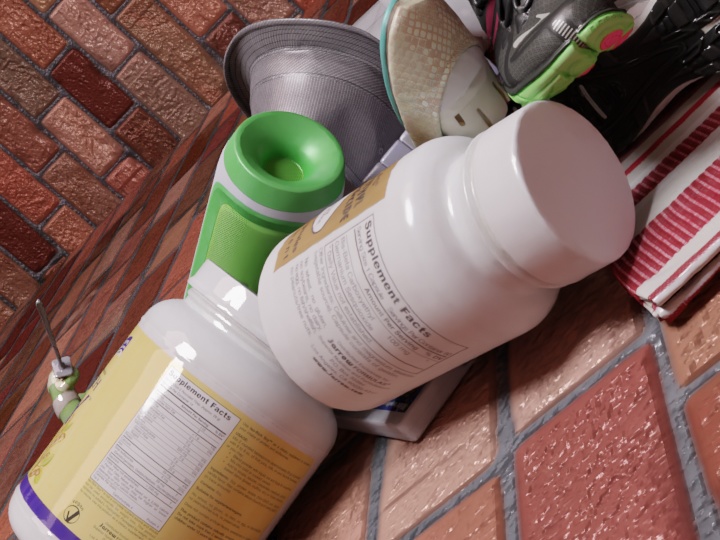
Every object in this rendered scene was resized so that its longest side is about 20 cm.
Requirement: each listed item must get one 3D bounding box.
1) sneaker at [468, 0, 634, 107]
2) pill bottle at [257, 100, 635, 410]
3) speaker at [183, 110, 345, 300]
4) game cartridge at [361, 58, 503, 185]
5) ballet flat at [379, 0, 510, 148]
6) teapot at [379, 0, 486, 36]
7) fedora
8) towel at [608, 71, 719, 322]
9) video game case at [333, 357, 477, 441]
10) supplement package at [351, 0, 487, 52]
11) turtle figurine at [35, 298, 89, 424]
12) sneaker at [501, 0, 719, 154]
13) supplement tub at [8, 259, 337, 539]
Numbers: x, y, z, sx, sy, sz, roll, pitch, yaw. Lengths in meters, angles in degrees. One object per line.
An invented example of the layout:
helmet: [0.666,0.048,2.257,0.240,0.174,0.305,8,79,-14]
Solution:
sneaker: [0.086,-0.148,0.738,0.077,0.084,0.200,-40,22,9]
pill bottle: [0.044,-0.007,0.741,0.200,0.114,0.115,-31,22,43]
speaker: [-0.070,-0.012,0.939,0.200,0.088,0.089,111,-175,-47]
game cartridge: [0.054,-0.087,1.032,0.130,0.038,0.200,-46,-6,-3]
ballet flat: [0.062,-0.084,0.781,0.068,0.062,0.200,-60,-26,-23]
teapot: [0.105,-0.303,1.197,0.200,0.147,0.197,-24,41,-35]
fedora: [-0.031,-0.107,1.106,0.200,0.176,0.091,67,-147,-61]
towel: [0.180,-0.054,0.722,0.144,0.023,0.200,-45,16,9]
video game case: [0.060,0.021,0.878,0.200,0.018,0.143,-52,16,-15]
supplement package: [0.035,-0.176,1.272,0.114,0.109,0.200,-39,17,30]
turtle figurine: [-0.171,0.105,1.091,0.143,0.201,0.194,-16,1,-17]
sneaker: [0.159,-0.124,0.796,0.200,0.074,0.079,-31,12,28]
supplement tub: [-0.105,0.109,0.847,0.200,0.145,0.145,-54,15,-3]
